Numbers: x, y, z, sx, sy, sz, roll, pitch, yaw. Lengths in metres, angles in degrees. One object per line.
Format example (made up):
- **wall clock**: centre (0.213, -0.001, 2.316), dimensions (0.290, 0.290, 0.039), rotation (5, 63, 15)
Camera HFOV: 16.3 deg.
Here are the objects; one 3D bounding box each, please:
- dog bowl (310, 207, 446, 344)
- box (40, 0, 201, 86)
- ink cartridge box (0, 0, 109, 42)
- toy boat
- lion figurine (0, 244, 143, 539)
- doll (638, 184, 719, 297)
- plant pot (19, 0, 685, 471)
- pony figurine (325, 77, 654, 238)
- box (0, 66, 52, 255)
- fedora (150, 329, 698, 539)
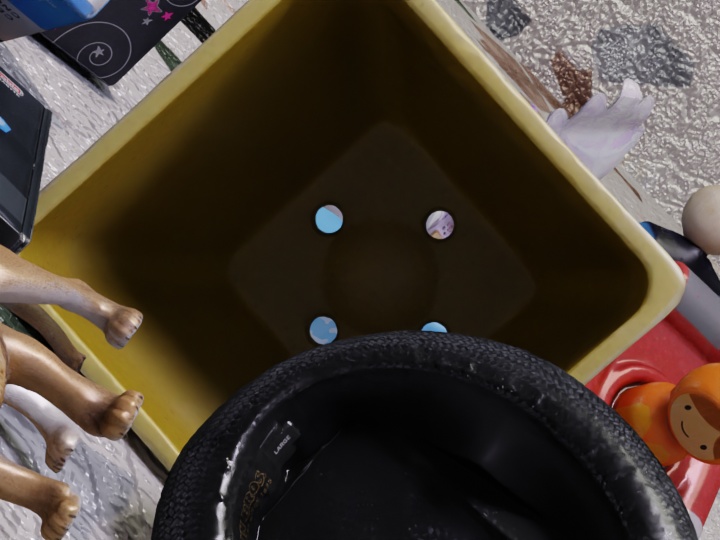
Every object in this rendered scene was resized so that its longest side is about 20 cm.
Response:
- **dog bowl**: centre (-0.007, 0.011, 1.312), dimensions (0.112, 0.050, 0.200), rotation (55, 13, 32)
- **box**: centre (-0.173, -0.211, 1.293), dimensions (0.200, 0.115, 0.132), rotation (36, 17, -39)
- **ink cartridge box**: centre (-0.171, -0.165, 1.003), dimensions (0.146, 0.084, 0.200), rotation (43, -20, -20)
- **toy boat**: centre (0.156, 0.081, 1.296), dimensions (0.130, 0.200, 0.131), rotation (41, -32, -23)
- **lion figurine**: centre (-0.134, 0.020, 0.805), dimensions (0.122, 0.073, 0.200), rotation (32, 0, -10)
- **doll**: centre (0.139, 0.027, 1.407), dimensions (0.136, 0.200, 0.048), rotation (43, 12, -21)
- **plant pot**: centre (0.000, 0.000, 1.042), dimensions (0.194, 0.195, 0.200), rotation (48, 5, 5)
- **pony figurine**: centre (0.056, -0.057, 1.480), dimensions (0.166, 0.193, 0.200), rotation (-14, 56, -39)
- **box**: centre (-0.204, -0.087, 0.927), dimensions (0.200, 0.046, 0.159), rotation (43, 12, -16)
- **fedora**: centre (0.024, 0.121, 0.870), dimensions (0.201, 0.200, 0.092), rotation (53, -17, 28)
